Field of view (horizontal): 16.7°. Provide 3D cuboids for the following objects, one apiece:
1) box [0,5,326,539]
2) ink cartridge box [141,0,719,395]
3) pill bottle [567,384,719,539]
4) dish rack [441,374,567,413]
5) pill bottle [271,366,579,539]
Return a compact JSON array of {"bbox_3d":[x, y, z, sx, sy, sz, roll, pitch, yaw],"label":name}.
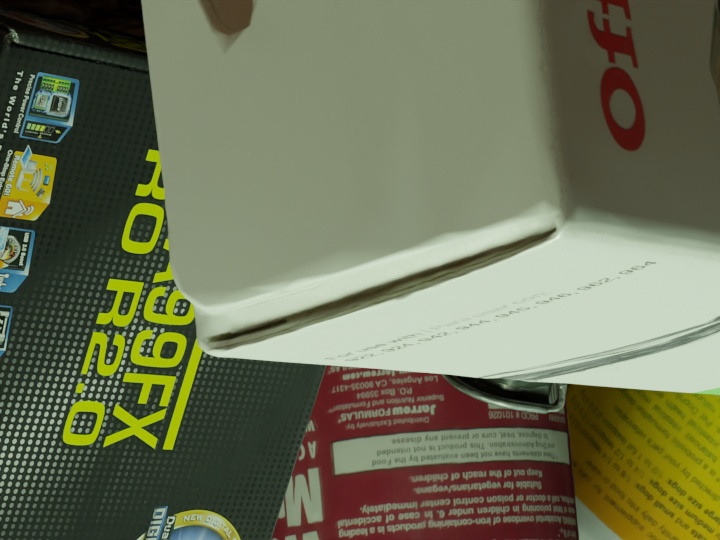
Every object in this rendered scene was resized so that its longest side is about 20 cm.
[{"bbox_3d":[-0.081,0.032,0.701,0.044,0.201,0.160,26,-169,40],"label":"box"},{"bbox_3d":[0.053,-0.057,0.479,0.084,0.147,0.199,-17,165,37],"label":"ink cartridge box"},{"bbox_3d":[0.135,0.059,0.929,0.200,0.109,0.109,-52,155,10],"label":"pill bottle"},{"bbox_3d":[0.108,-0.003,0.778,0.198,0.055,0.154,7,-159,-17],"label":"dish rack"},{"bbox_3d":[0.022,0.111,0.821,0.109,0.202,0.110,-4,169,-1],"label":"pill bottle"}]
